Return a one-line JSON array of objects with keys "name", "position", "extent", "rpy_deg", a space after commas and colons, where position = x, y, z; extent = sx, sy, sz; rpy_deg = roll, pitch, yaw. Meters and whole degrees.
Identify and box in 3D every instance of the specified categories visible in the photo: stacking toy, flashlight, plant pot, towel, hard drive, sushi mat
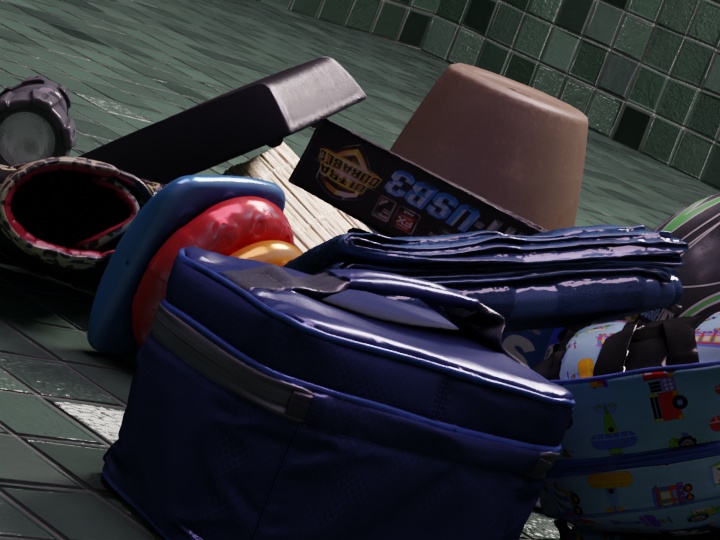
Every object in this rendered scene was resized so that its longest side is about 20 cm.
[{"name": "stacking toy", "position": [-0.037, 0.045, 1.436], "extent": [0.200, 0.116, 0.110], "rpy_deg": [40, 20, 30]}, {"name": "flashlight", "position": [-0.231, -0.105, 1.920], "extent": [0.068, 0.068, 0.200], "rpy_deg": [19, 10, -6]}, {"name": "plant pot", "position": [0.090, -0.054, 2.026], "extent": [0.200, 0.175, 0.200], "rpy_deg": [22, 9, -4]}, {"name": "towel", "position": [0.057, 0.006, 1.378], "extent": [0.199, 0.049, 0.112], "rpy_deg": [-4, -7, -24]}, {"name": "hard drive", "position": [-0.107, -0.078, 1.684], "extent": [0.200, 0.042, 0.135], "rpy_deg": [-21, 5, 26]}, {"name": "sushi mat", "position": [0.000, 0.000, 1.709], "extent": [0.200, 0.012, 0.096], "rpy_deg": [45, 26, 5]}]

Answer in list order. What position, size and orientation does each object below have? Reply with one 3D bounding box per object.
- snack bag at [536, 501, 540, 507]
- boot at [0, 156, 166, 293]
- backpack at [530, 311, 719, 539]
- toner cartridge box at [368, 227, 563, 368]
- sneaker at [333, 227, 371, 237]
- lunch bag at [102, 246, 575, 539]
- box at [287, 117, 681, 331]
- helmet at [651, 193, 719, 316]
[{"name": "snack bag", "position": [0.056, 0.093, 1.563], "extent": [0.200, 0.021, 0.189], "rpy_deg": [19, 9, -17]}, {"name": "boot", "position": [-0.131, -0.021, 1.536], "extent": [0.203, 0.074, 0.154], "rpy_deg": [11, -3, -20]}, {"name": "backpack", "position": [0.164, 0.086, 1.341], "extent": [0.182, 0.135, 0.200], "rpy_deg": [-7, -3, 14]}, {"name": "toner cartridge box", "position": [0.046, 0.003, 1.836], "extent": [0.200, 0.095, 0.043], "rpy_deg": [23, 9, 16]}, {"name": "sneaker", "position": [0.016, 0.025, 1.577], "extent": [0.114, 0.076, 0.199], "rpy_deg": [21, 5, 11]}, {"name": "lunch bag", "position": [0.000, 0.067, 1.227], "extent": [0.200, 0.133, 0.136], "rpy_deg": [14, 11, -35]}, {"name": "box", "position": [0.078, -0.013, 1.606], "extent": [0.200, 0.050, 0.198], "rpy_deg": [28, 0, 18]}, {"name": "helmet", "position": [0.259, 0.037, 1.801], "extent": [0.200, 0.200, 0.191], "rpy_deg": [24, 7, 19]}]
